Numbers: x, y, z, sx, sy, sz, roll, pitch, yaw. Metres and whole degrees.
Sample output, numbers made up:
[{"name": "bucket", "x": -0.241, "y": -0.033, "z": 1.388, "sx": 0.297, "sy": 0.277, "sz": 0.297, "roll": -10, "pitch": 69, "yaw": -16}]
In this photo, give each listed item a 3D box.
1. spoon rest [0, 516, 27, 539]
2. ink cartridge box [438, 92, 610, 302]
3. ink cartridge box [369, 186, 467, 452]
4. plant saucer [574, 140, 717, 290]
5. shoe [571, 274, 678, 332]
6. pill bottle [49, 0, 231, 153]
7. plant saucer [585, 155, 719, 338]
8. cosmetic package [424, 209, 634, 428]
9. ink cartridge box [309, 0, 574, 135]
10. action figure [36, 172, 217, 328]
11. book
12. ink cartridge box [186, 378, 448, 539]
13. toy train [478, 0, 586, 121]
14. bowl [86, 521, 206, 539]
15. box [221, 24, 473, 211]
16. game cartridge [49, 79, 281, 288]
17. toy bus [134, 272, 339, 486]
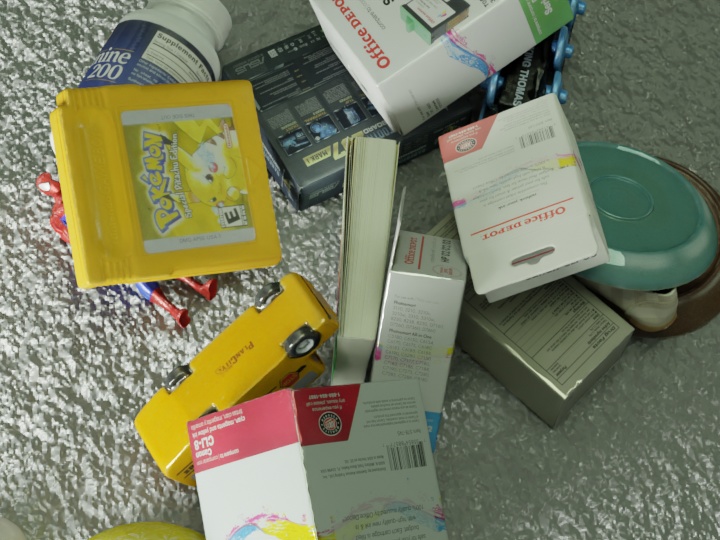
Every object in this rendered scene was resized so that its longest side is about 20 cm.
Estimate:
[{"name": "spoon rest", "x": -0.333, "y": 0.289, "z": 1.432, "sx": 0.099, "sy": 0.061, "sz": 0.201, "roll": 8, "pitch": 49, "yaw": -2}, {"name": "ink cartridge box", "x": 0.145, "y": -0.050, "z": 1.506, "sx": 0.116, "sy": 0.068, "sz": 0.201, "roll": -20, "pitch": 45, "yaw": 12}, {"name": "ink cartridge box", "x": 0.051, "y": 0.040, "z": 1.490, "sx": 0.067, "sy": 0.201, "sz": 0.115, "roll": 9, "pitch": 19, "yaw": 1}, {"name": "plant saucer", "x": 0.236, "y": -0.059, "z": 1.589, "sx": 0.199, "sy": 0.027, "sz": 0.201, "roll": 8, "pitch": 42, "yaw": -7}, {"name": "shoe", "x": 0.211, "y": -0.021, "z": 1.591, "sx": 0.200, "sy": 0.053, "sz": 0.070, "roll": 36, "pitch": 73, "yaw": 18}, {"name": "pill bottle", "x": -0.202, "y": -0.176, "z": 1.640, "sx": 0.111, "sy": 0.111, "sz": 0.201, "roll": 23, "pitch": 63, "yaw": 7}, {"name": "plant saucer", "x": 0.271, "y": -0.032, "z": 1.651, "sx": 0.199, "sy": 0.035, "sz": 0.201, "roll": 2, "pitch": 64, "yaw": -4}, {"name": "cosmetic package", "x": 0.139, "y": 0.035, "z": 1.583, "sx": 0.200, "sy": 0.073, "sz": 0.103, "roll": 43, "pitch": 68, "yaw": 16}, {"name": "ink cartridge box", "x": 0.073, "y": -0.245, "z": 1.612, "sx": 0.200, "sy": 0.084, "sz": 0.145, "roll": -34, "pitch": 55, "yaw": -1}, {"name": "action figure", "x": -0.224, "y": -0.029, "z": 1.602, "sx": 0.200, "sy": 0.052, "sz": 0.065, "roll": 36, "pitch": 71, "yaw": 15}, {"name": "book", "x": 0.000, "y": 0.000, "z": 1.556, "sx": 0.048, "sy": 0.134, "sz": 0.201, "roll": 5, "pitch": 62, "yaw": -3}, {"name": "ink cartridge box", "x": -0.030, "y": 0.202, "z": 1.392, "sx": 0.145, "sy": 0.144, "sz": 0.201, "roll": 0, "pitch": 75, "yaw": -44}, {"name": "toy train", "x": 0.163, "y": -0.201, "z": 1.682, "sx": 0.086, "sy": 0.114, "sz": 0.201, "roll": 12, "pitch": 63, "yaw": 4}, {"name": "bowl", "x": -0.174, "y": 0.288, "z": 1.409, "sx": 0.199, "sy": 0.108, "sz": 0.201, "roll": 2, "pitch": 62, "yaw": -4}, {"name": "box", "x": -0.014, "y": -0.166, "z": 1.685, "sx": 0.199, "sy": 0.051, "sz": 0.158, "roll": -27, "pitch": 67, "yaw": -17}, {"name": "game cartridge", "x": -0.174, "y": -0.081, "z": 1.552, "sx": 0.199, "sy": 0.032, "sz": 0.177, "roll": -8, "pitch": 85, "yaw": -36}, {"name": "toy bus", "x": -0.101, "y": 0.094, "z": 1.479, "sx": 0.200, "sy": 0.078, "sz": 0.065, "roll": -42, "pitch": 57, "yaw": 8}]
